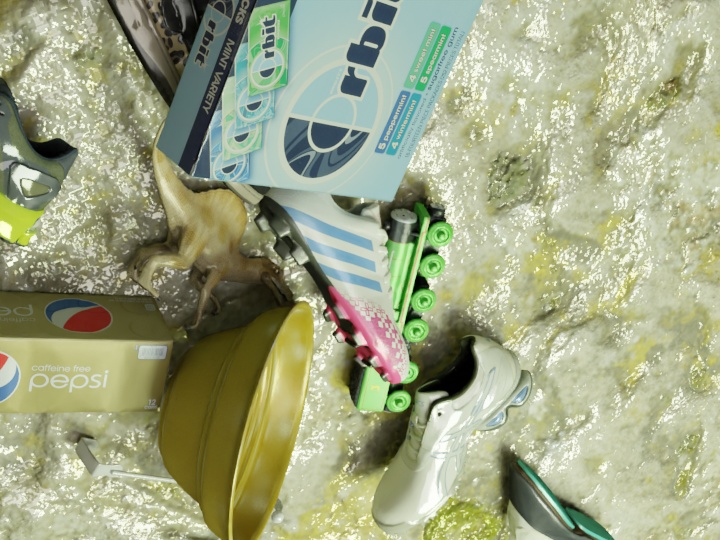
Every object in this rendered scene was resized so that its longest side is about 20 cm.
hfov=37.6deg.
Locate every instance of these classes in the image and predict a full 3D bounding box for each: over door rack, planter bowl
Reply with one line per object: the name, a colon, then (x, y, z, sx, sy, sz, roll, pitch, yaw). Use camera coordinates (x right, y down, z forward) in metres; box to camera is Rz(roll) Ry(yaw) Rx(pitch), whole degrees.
over door rack: (-0.176, 0.241, 0.900, 0.199, 0.067, 0.149, 24, 105, -34)
planter bowl: (-0.103, 0.112, 0.824, 0.082, 0.201, 0.203, 14, 116, 9)

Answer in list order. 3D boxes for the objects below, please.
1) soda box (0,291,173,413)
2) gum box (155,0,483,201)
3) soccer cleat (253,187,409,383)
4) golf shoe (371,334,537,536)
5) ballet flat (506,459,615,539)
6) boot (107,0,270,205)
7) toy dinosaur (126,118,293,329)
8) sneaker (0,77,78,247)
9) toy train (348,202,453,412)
soda box: (-0.242, 0.058, 0.763, 0.198, 0.068, 0.065, 4, 116, -27)
gum box: (-0.019, -0.137, 0.695, 0.199, 0.044, 0.171, 1, 120, -50)
soccer cleat: (0.000, 0.000, 0.832, 0.086, 0.070, 0.201, -41, 117, -14)
golf shoe: (0.063, 0.142, 0.953, 0.201, 0.078, 0.097, -52, 128, -3)
ballet flat: (0.195, 0.265, 1.090, 0.073, 0.073, 0.200, -45, 129, 5)
boot: (-0.071, -0.156, 0.724, 0.150, 0.073, 0.201, -33, 121, -5)
toy dinosaur: (-0.129, -0.025, 0.790, 0.101, 0.058, 0.200, -49, 135, -11)
sneaker: (-0.266, -0.101, 0.669, 0.081, 0.074, 0.200, -49, 134, -1)
toy train: (0.031, 0.034, 0.899, 0.056, 0.042, 0.202, 5, 116, -15)
